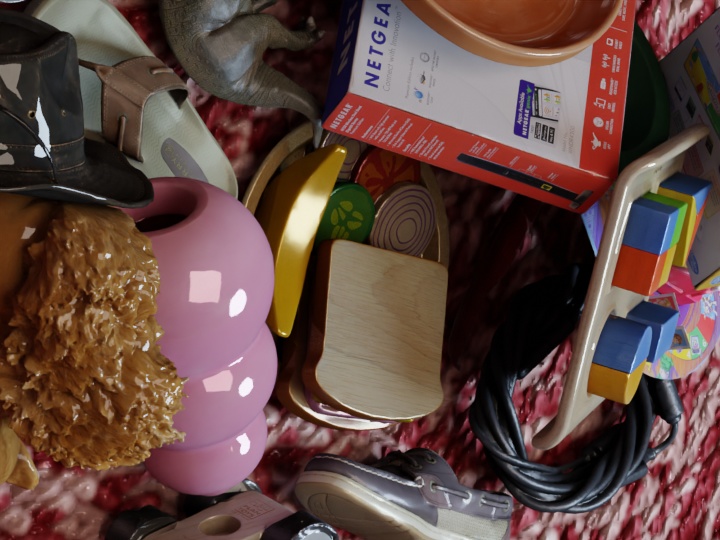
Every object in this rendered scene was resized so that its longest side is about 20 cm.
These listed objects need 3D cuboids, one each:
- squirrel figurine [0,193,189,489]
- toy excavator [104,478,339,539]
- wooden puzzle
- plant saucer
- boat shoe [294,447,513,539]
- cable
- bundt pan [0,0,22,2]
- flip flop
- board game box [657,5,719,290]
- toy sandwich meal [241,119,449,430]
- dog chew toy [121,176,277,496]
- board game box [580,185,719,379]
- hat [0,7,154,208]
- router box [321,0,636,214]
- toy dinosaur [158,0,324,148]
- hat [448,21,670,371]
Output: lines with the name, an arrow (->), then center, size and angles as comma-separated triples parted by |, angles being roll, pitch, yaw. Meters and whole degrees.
squirrel figurine -> -0.190, 0.043, 1.527 | 0.141, 0.200, 0.187 | 2, 106, -52
toy excavator -> -0.057, 0.226, 1.747 | 0.194, 0.100, 0.201 | -22, 122, -37
wooden puzzle -> 0.178, 0.011, 1.801 | 0.185, 0.046, 0.200 | -30, 139, -70
plant saucer -> 0.074, -0.212, 1.716 | 0.200, 0.032, 0.201 | 18, 55, -28
boat shoe -> 0.032, 0.146, 1.826 | 0.200, 0.072, 0.065 | 28, 71, -45
cable -> 0.149, 0.079, 1.927 | 0.200, 0.051, 0.164 | -17, 105, -44
bundt pan -> -0.222, -0.246, 1.541 | 0.202, 0.076, 0.203 | -6, 99, -41
flip flop -> -0.129, -0.092, 1.656 | 0.200, 0.057, 0.081 | 50, 62, -34
board game box -> 0.256, -0.091, 1.854 | 0.040, 0.200, 0.153 | -10, 76, -24
toy sandwich meal -> 0.000, 0.000, 1.776 | 0.205, 0.070, 0.206 | -6, 99, -42
dog chew toy -> -0.103, 0.046, 1.658 | 0.124, 0.124, 0.200 | -36, 131, -34
board game box -> 0.221, -0.027, 1.964 | 0.158, 0.039, 0.200 | -38, 112, -48
hat -> -0.197, -0.097, 1.503 | 0.200, 0.200, 0.081 | 5, 104, -43
router box -> 0.079, -0.154, 1.754 | 0.179, 0.049, 0.200 | 17, 60, -15
toy dinosaur -> -0.085, -0.156, 1.694 | 0.102, 0.077, 0.200 | -33, 121, -22
hat -> 0.089, -0.087, 1.885 | 0.166, 0.176, 0.200 | 42, 39, -13
